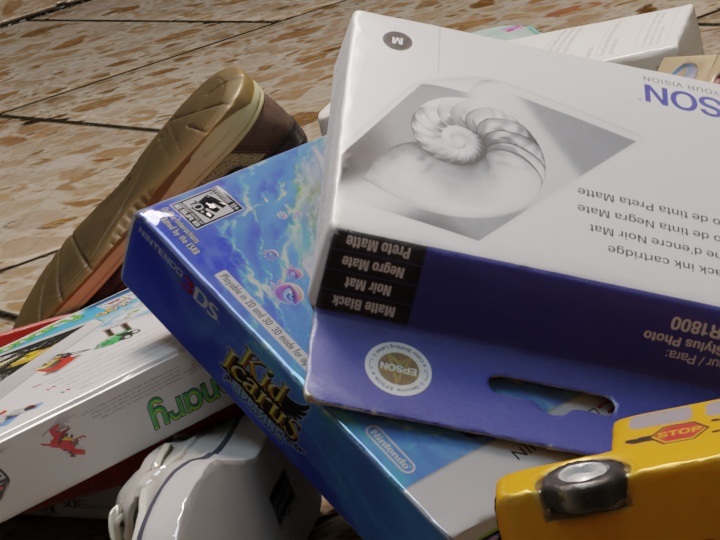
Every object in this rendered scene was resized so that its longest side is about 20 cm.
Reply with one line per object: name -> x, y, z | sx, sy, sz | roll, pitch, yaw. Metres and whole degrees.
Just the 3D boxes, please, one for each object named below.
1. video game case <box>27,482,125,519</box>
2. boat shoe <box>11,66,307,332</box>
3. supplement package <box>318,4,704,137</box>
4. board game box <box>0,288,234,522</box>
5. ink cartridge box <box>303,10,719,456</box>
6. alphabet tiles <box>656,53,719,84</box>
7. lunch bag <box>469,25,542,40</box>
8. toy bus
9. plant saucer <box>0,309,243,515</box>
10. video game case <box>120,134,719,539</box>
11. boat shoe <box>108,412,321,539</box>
video game case -> -0.113, 0.073, 1.187 | 0.181, 0.023, 0.200 | -2, 17, 40
boat shoe -> -0.105, -0.012, 1.234 | 0.200, 0.065, 0.073 | -47, 22, 17
supplement package -> 0.093, -0.062, 1.316 | 0.199, 0.118, 0.117 | -9, 16, 16
board game box -> -0.125, 0.054, 1.006 | 0.200, 0.035, 0.126 | -26, 17, -32
ink cartridge box -> 0.081, -0.014, 0.959 | 0.199, 0.041, 0.200 | 11, 44, -6
alphabet tiles -> 0.177, -0.029, 1.037 | 0.200, 0.008, 0.168 | 3, 57, 47
lunch bag -> 0.060, -0.105, 1.594 | 0.160, 0.077, 0.200 | -14, 14, -1
toy bus -> 0.150, 0.078, 0.824 | 0.199, 0.065, 0.078 | -12, 14, 9
plant saucer -> -0.136, 0.064, 1.115 | 0.199, 0.037, 0.200 | -17, 16, -2
video game case -> 0.034, 0.020, 0.973 | 0.181, 0.046, 0.200 | -24, 56, -36
boat shoe -> -0.066, 0.100, 0.942 | 0.065, 0.072, 0.200 | -16, 13, 13
